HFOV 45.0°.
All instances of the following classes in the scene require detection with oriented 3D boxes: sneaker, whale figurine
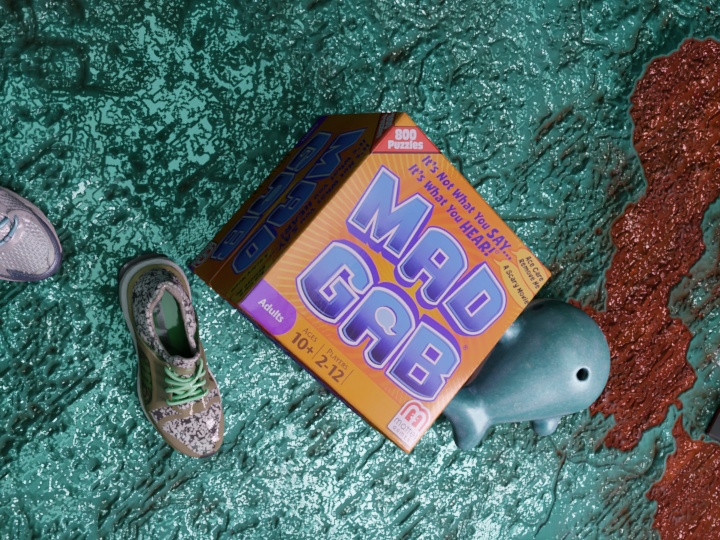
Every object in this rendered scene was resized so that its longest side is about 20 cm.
[{"bbox_3d":[-0.168,0.087,0.788,0.077,0.089,0.201,-20,106,-18],"label":"sneaker"},{"bbox_3d":[0.180,0.117,0.929,0.199,0.104,0.160,-30,109,-15],"label":"whale figurine"},{"bbox_3d":[-0.332,-0.051,0.699,0.200,0.086,0.078,38,84,-23],"label":"sneaker"}]

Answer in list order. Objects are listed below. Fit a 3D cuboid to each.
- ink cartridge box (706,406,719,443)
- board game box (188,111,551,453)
[{"bbox_3d":[0.565,0.198,1.114,0.200,0.083,0.147,30,87,-23],"label":"ink cartridge box"},{"bbox_3d":[0.000,0.000,0.784,0.200,0.200,0.200,44,81,-22],"label":"board game box"}]
